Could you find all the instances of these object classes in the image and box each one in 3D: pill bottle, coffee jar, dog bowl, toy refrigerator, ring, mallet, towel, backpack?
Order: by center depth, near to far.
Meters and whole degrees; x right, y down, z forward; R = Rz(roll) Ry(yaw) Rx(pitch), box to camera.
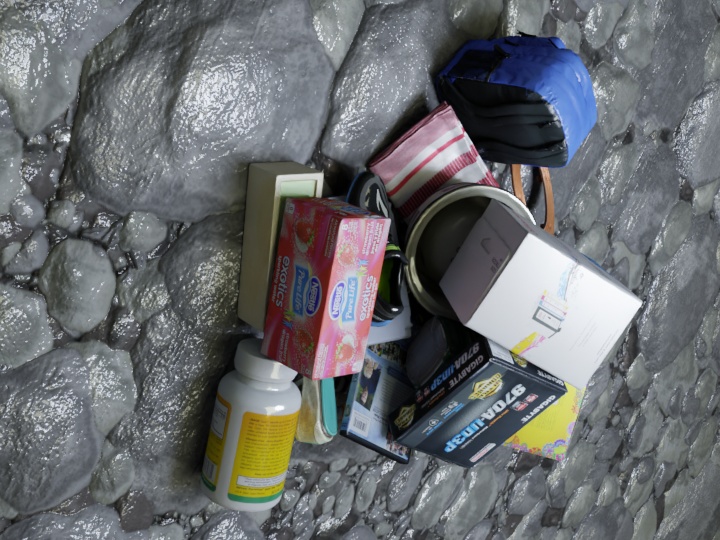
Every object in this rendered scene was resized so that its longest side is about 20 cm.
[{"bbox_3d":[-0.101,-0.030,1.190,0.075,0.070,0.204,-7,112,-40],"label":"toy refrigerator"},{"bbox_3d":[-0.138,0.198,1.221,0.111,0.112,0.204,1,106,-42],"label":"pill bottle"},{"bbox_3d":[0.232,-0.246,1.310,0.169,0.198,0.163,-51,133,-18],"label":"backpack"},{"bbox_3d":[0.149,-0.032,1.320,0.196,0.074,0.204,-4,111,-10],"label":"dog bowl"},{"bbox_3d":[0.169,0.135,1.330,0.197,0.086,0.105,15,130,-29],"label":"coffee jar"},{"bbox_3d":[0.116,-0.119,1.335,0.143,0.023,0.201,-39,120,-2],"label":"towel"},{"bbox_3d":[0.105,0.085,1.451,0.065,0.041,0.203,-35,124,-26],"label":"mallet"},{"bbox_3d":[0.263,-0.127,1.457,0.200,0.019,0.205,27,58,-57],"label":"ring"}]

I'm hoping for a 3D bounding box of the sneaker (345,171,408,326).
[{"bbox_3d":[0.028,-0.030,1.219,0.070,0.082,0.204,2,78,-37],"label":"sneaker"}]

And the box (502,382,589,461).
[{"bbox_3d":[0.278,0.165,1.508,0.120,0.193,0.204,15,99,-5],"label":"box"}]

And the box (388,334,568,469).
[{"bbox_3d":[0.158,0.183,1.278,0.157,0.046,0.200,25,124,-34],"label":"box"}]

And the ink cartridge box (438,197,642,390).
[{"bbox_3d":[0.231,0.029,1.239,0.198,0.148,0.146,29,103,-19],"label":"ink cartridge box"}]

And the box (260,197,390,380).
[{"bbox_3d":[-0.044,0.020,1.149,0.095,0.099,0.204,-4,110,-49],"label":"box"}]

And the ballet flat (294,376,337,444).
[{"bbox_3d":[-0.066,0.135,1.275,0.067,0.061,0.204,41,44,-52],"label":"ballet flat"}]

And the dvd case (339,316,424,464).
[{"bbox_3d":[0.041,0.154,1.319,0.142,0.017,0.203,33,61,-42],"label":"dvd case"}]

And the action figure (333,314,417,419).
[{"bbox_3d":[0.018,0.153,1.379,0.193,0.103,0.204,33,63,-52],"label":"action figure"}]

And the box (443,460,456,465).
[{"bbox_3d":[0.144,0.187,1.437,0.160,0.043,0.203,36,66,-52],"label":"box"}]

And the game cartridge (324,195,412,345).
[{"bbox_3d":[0.000,0.000,1.266,0.132,0.041,0.204,-6,85,-43],"label":"game cartridge"}]
